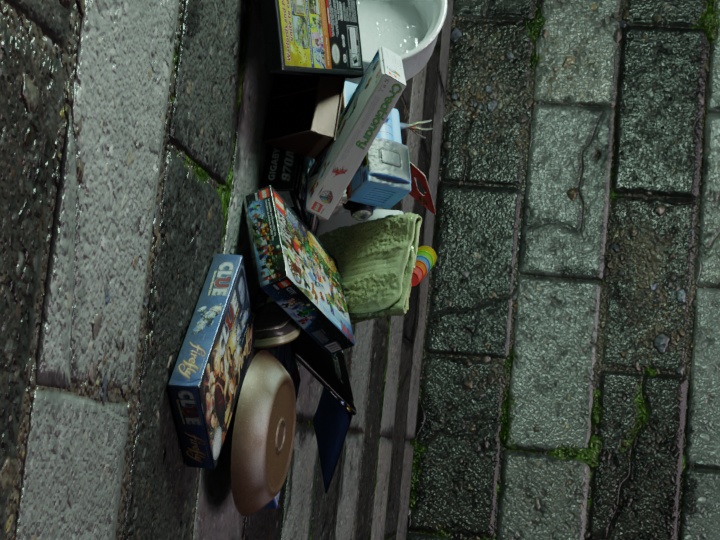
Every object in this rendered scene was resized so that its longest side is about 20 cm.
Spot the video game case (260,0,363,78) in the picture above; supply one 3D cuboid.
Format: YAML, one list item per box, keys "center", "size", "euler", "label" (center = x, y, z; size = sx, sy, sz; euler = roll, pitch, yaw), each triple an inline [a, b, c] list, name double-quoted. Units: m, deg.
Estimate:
- center: [-0.062, -0.337, 1.561]
  size: [0.180, 0.025, 0.201]
  euler: [-9, 94, -58]
  label: "video game case"

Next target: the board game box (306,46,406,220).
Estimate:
- center: [-0.008, -0.174, 1.618]
  size: [0.200, 0.034, 0.126]
  euler: [-59, -167, 21]
  label: "board game box"

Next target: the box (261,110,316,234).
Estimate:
- center: [-0.084, -0.157, 1.750]
  size: [0.159, 0.046, 0.201]
  euler: [75, 21, -63]
  label: "box"

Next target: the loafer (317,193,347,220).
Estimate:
- center: [-0.054, -0.120, 1.918]
  size: [0.070, 0.070, 0.200]
  euler: [51, 7, -1]
  label: "loafer"

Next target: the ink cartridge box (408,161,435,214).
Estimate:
- center: [0.017, -0.152, 1.925]
  size: [0.047, 0.200, 0.160]
  euler: [-49, 161, -9]
  label: "ink cartridge box"

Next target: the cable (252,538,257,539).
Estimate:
- center: [-0.151, 0.448, 1.642]
  size: [0.163, 0.051, 0.201]
  euler: [-68, 158, -77]
  label: "cable"

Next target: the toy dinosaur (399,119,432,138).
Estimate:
- center: [0.005, -0.211, 1.997]
  size: [0.199, 0.105, 0.182]
  euler: [-19, 102, -32]
  label: "toy dinosaur"

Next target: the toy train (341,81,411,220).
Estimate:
- center: [0.009, -0.169, 1.733]
  size: [0.114, 0.086, 0.201]
  euler: [-35, -130, 49]
  label: "toy train"

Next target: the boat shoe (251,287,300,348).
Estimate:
- center: [-0.108, 0.045, 1.647]
  size: [0.201, 0.071, 0.066]
  euler: [-59, 142, -72]
  label: "boat shoe"

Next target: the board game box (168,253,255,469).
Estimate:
- center: [-0.161, 0.098, 1.427]
  size: [0.201, 0.034, 0.136]
  euler: [-77, 167, -45]
  label: "board game box"

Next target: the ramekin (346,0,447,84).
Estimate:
- center: [0.023, -0.365, 1.876]
  size: [0.098, 0.199, 0.201]
  euler: [92, 5, -68]
  label: "ramekin"

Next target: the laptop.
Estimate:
- center: [-0.076, 0.164, 1.783]
  size: [0.200, 0.116, 0.187]
  euler: [47, 11, -25]
  label: "laptop"

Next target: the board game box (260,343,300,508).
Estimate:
- center: [-0.119, 0.198, 1.722]
  size: [0.136, 0.034, 0.201]
  euler: [81, 15, -55]
  label: "board game box"

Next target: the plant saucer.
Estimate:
- center: [-0.111, 0.198, 1.557]
  size: [0.200, 0.036, 0.202]
  euler: [6, 90, -79]
  label: "plant saucer"

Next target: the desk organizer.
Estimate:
- center: [-0.065, -0.250, 1.659]
  size: [0.072, 0.077, 0.201]
  euler: [139, -37, -60]
  label: "desk organizer"

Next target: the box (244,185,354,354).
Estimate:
- center: [-0.074, 0.002, 1.607]
  size: [0.200, 0.038, 0.137]
  euler: [49, 24, -54]
  label: "box"

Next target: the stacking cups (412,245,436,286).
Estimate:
- center: [0.143, -0.011, 3.208]
  size: [0.200, 0.060, 0.061]
  euler: [-45, 139, -71]
  label: "stacking cups"

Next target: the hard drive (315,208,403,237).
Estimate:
- center: [-0.011, -0.017, 1.991]
  size: [0.026, 0.131, 0.201]
  euler: [83, 14, -48]
  label: "hard drive"

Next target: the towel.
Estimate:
- center: [0.000, 0.000, 1.713]
  size: [0.036, 0.199, 0.149]
  euler: [26, 65, -38]
  label: "towel"
